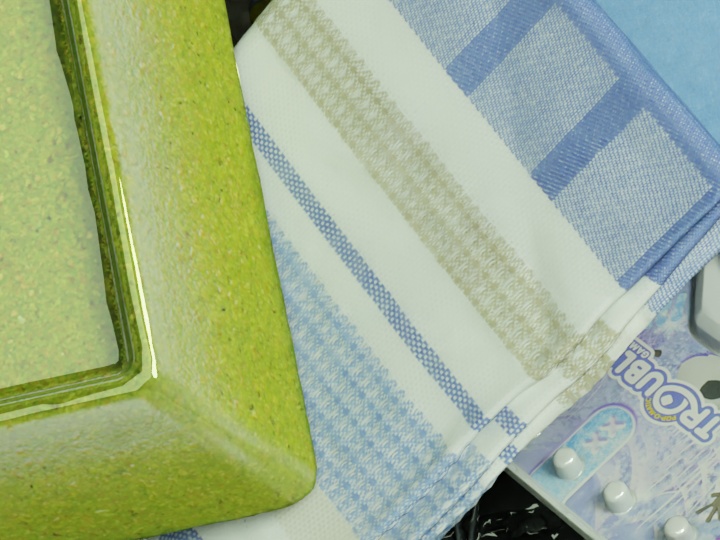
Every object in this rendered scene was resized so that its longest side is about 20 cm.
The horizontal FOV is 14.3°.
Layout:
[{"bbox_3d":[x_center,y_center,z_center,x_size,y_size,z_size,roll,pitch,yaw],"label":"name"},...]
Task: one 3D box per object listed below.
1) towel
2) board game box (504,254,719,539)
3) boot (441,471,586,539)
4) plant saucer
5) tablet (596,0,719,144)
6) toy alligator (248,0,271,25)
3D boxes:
[{"bbox_3d":[0.000,0.000,0.773,0.200,0.024,0.147,-48,65,20],"label":"towel"},{"bbox_3d":[0.119,-0.009,0.782,0.200,0.026,0.200,-41,47,-11],"label":"board game box"},{"bbox_3d":[0.093,0.027,0.834,0.200,0.066,0.165,-3,73,15],"label":"boot"},{"bbox_3d":[-0.129,-0.018,0.765,0.200,0.048,0.200,-12,78,4],"label":"plant saucer"},{"bbox_3d":[0.079,-0.054,0.813,0.200,0.014,0.130,-18,47,13],"label":"tablet"},{"bbox_3d":[0.025,-0.109,0.882,0.200,0.054,0.059,-3,76,10],"label":"toy alligator"}]
